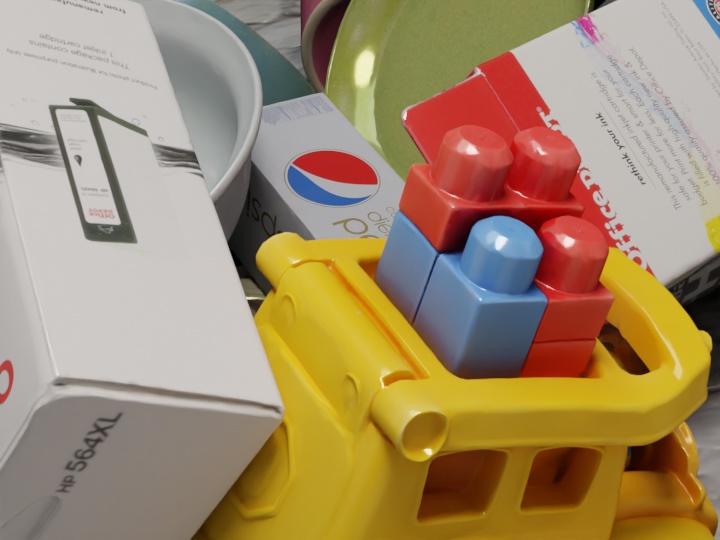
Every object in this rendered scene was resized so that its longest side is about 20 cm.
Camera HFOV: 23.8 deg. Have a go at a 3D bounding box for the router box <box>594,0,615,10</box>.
[{"bbox_3d":[0.196,-0.128,0.965,0.157,0.052,0.200,-9,-4,-11],"label":"router box"}]

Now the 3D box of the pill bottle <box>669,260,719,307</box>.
[{"bbox_3d":[0.140,-0.033,0.844,0.200,0.111,0.111,-27,30,-29],"label":"pill bottle"}]

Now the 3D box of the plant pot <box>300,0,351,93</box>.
[{"bbox_3d":[0.040,-0.190,1.129,0.199,0.200,0.179,-2,44,17],"label":"plant pot"}]

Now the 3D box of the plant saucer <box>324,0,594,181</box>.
[{"bbox_3d":[0.058,-0.124,0.955,0.031,0.200,0.200,23,2,-40],"label":"plant saucer"}]

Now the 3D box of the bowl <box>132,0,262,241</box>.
[{"bbox_3d":[-0.135,-0.033,0.798,0.200,0.091,0.201,-7,46,7],"label":"bowl"}]

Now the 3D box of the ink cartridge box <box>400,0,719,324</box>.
[{"bbox_3d":[0.108,-0.045,0.732,0.200,0.116,0.067,-27,-9,-30],"label":"ink cartridge box"}]

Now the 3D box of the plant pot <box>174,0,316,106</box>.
[{"bbox_3d":[-0.140,-0.078,0.986,0.200,0.200,0.135,16,72,42],"label":"plant pot"}]

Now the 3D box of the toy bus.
[{"bbox_3d":[0.050,0.045,0.580,0.200,0.192,0.136,2,30,-34],"label":"toy bus"}]

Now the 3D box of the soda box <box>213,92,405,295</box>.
[{"bbox_3d":[0.000,0.000,0.808,0.064,0.068,0.200,-15,45,-26],"label":"soda box"}]

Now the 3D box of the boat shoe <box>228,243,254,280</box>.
[{"bbox_3d":[-0.108,0.003,0.895,0.199,0.073,0.063,-5,48,-6],"label":"boat shoe"}]

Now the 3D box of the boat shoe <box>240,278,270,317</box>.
[{"bbox_3d":[-0.120,0.049,0.821,0.199,0.073,0.065,-14,21,-8],"label":"boat shoe"}]

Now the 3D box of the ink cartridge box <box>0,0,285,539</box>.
[{"bbox_3d":[-0.117,0.015,0.588,0.084,0.146,0.200,10,41,-34],"label":"ink cartridge box"}]
